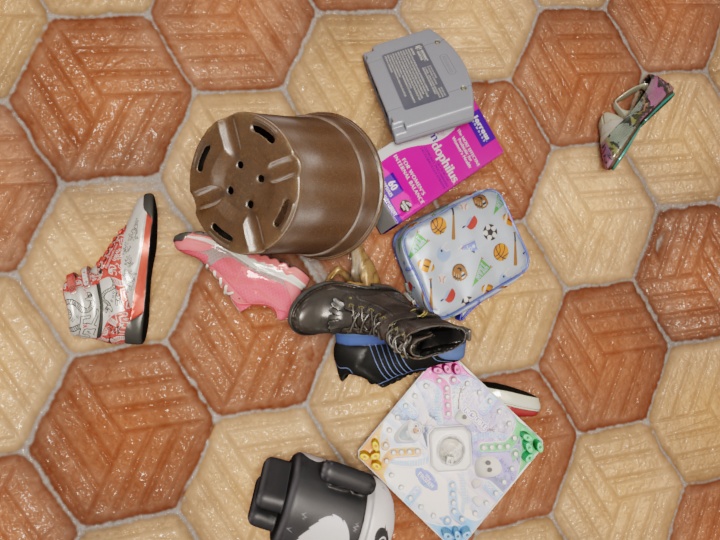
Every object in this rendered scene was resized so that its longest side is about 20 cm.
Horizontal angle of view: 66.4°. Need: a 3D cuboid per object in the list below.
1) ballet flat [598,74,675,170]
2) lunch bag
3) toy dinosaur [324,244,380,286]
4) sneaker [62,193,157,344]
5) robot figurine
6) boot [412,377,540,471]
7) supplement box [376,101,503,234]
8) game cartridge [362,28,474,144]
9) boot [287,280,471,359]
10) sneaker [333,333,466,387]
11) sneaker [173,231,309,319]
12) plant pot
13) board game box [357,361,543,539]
[{"bbox_3d":[0.443,-0.251,0.914,0.071,0.069,0.200,40,76,12],"label":"ballet flat"},{"bbox_3d":[0.149,-0.019,0.832,0.196,0.075,0.164,-27,94,-12],"label":"lunch bag"},{"bbox_3d":[0.000,0.000,0.807,0.105,0.060,0.204,-28,114,-15],"label":"toy dinosaur"},{"bbox_3d":[-0.334,-0.007,0.736,0.105,0.067,0.208,6,88,-13],"label":"sneaker"},{"bbox_3d":[-0.049,0.325,0.744,0.195,0.150,0.128,21,70,-9],"label":"robot figurine"},{"bbox_3d":[0.169,0.243,0.824,0.194,0.072,0.149,4,86,-3],"label":"boot"},{"bbox_3d":[0.095,-0.155,0.814,0.198,0.103,0.103,-34,92,-13],"label":"supplement box"},{"bbox_3d":[0.086,-0.269,0.790,0.129,0.042,0.204,-13,53,-2],"label":"game cartridge"},{"bbox_3d":[0.021,0.066,0.700,0.195,0.173,0.071,-7,107,-25],"label":"boot"},{"bbox_3d":[0.054,0.124,0.779,0.195,0.070,0.080,1,100,24],"label":"sneaker"},{"bbox_3d":[-0.172,0.009,0.765,0.195,0.074,0.089,22,84,-10],"label":"sneaker"},{"bbox_3d":[-0.094,-0.106,0.685,0.195,0.197,0.207,3,97,23],"label":"plant pot"},{"bbox_3d":[0.128,0.254,0.778,0.199,0.026,0.201,42,89,3],"label":"board game box"}]
